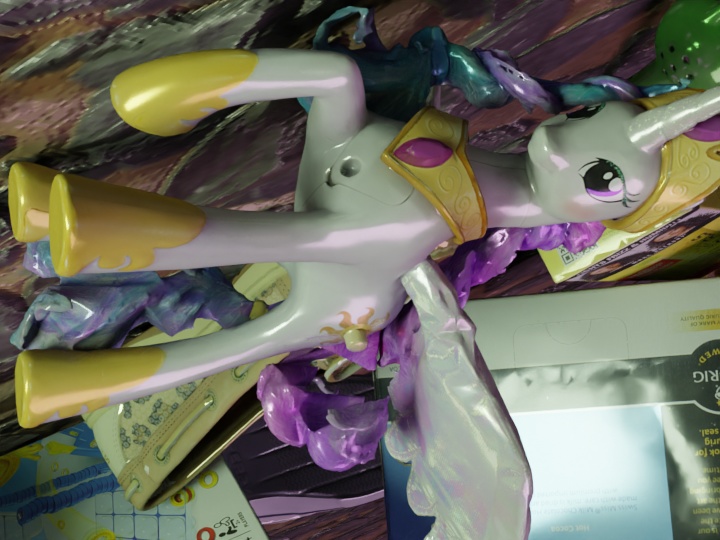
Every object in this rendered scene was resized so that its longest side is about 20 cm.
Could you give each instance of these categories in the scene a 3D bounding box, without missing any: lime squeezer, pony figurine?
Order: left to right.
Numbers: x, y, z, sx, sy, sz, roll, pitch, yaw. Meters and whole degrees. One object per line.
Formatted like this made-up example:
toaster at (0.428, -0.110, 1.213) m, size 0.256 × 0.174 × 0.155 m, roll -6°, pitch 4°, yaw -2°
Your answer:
pony figurine at (0.000, 0.000, 0.550) m, size 0.200 × 0.167 × 0.193 m, roll -4°, pitch 154°, yaw -18°
lime squeezer at (0.147, -0.092, 0.653) m, size 0.200 × 0.038 × 0.071 m, roll -34°, pitch 165°, yaw 34°

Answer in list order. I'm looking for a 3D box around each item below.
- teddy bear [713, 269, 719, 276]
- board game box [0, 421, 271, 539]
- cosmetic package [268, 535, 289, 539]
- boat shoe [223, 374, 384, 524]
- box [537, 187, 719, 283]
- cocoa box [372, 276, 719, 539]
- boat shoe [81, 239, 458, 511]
teddy bear at (0.309, -0.005, 1.275) m, size 0.145 × 0.067 × 0.200 m, roll -31°, pitch 167°, yaw 15°
board game box at (-0.136, 0.148, 0.810) m, size 0.195 × 0.056 × 0.200 m, roll -22°, pitch -153°, yaw -11°
cosmetic package at (-0.147, 0.173, 1.030) m, size 0.150 × 0.052 × 0.200 m, roll -2°, pitch 177°, yaw 23°
boat shoe at (-0.050, 0.104, 1.052) m, size 0.200 × 0.074 × 0.067 m, roll -10°, pitch 171°, yaw -7°
box at (0.146, -0.030, 0.882) m, size 0.075 × 0.050 × 0.200 m, roll -30°, pitch 167°, yaw 23°
cocoa box at (0.120, 0.075, 0.926) m, size 0.200 × 0.132 × 0.133 m, roll -5°, pitch 177°, yaw 18°
boat shoe at (-0.029, 0.031, 0.766) m, size 0.200 × 0.063 × 0.073 m, roll -32°, pitch 165°, yaw 28°
